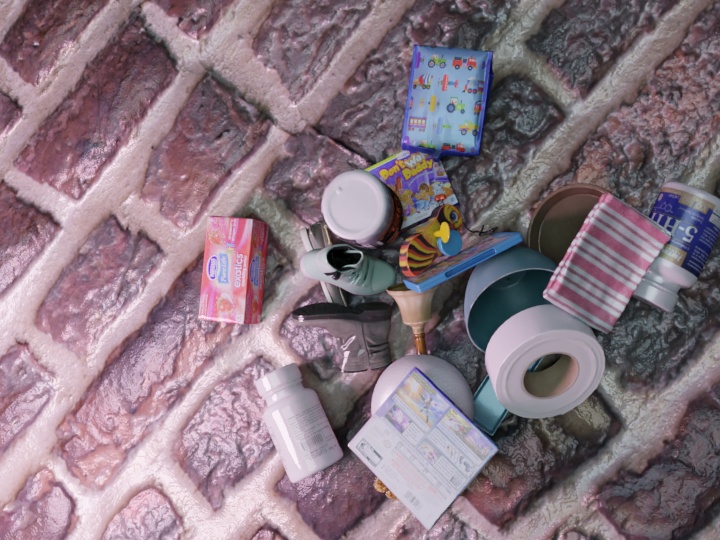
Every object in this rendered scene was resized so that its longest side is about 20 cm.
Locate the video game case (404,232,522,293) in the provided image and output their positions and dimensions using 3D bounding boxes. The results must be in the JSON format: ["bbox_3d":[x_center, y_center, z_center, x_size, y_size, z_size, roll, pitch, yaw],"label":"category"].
[{"bbox_3d":[0.176,-0.016,1.400,0.197,0.143,0.018,-27,94,-4],"label":"video game case"}]

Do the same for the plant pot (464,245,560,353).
[{"bbox_3d":[0.269,0.034,1.418,0.197,0.202,0.136,-25,38,10],"label":"plant pot"}]

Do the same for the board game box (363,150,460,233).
[{"bbox_3d":[0.075,-0.147,1.532,0.197,0.045,0.137,-25,82,11],"label":"board game box"}]

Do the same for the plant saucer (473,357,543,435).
[{"bbox_3d":[0.271,0.202,1.483,0.069,0.019,0.202,33,94,13],"label":"plant saucer"}]

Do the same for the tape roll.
[{"bbox_3d":[0.319,0.161,1.387,0.197,0.071,0.206,-5,125,-7],"label":"tape roll"}]

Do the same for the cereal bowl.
[{"bbox_3d":[0.111,0.263,1.460,0.195,0.083,0.205,3,103,11],"label":"cereal bowl"}]

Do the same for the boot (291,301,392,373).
[{"bbox_3d":[-0.031,0.132,1.492,0.195,0.068,0.134,0,105,-10],"label":"boot"}]

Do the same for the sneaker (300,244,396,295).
[{"bbox_3d":[0.000,0.000,1.465,0.196,0.118,0.076,10,80,-27],"label":"sneaker"}]

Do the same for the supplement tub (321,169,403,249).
[{"bbox_3d":[0.010,-0.103,1.418,0.119,0.200,0.126,-1,87,12],"label":"supplement tub"}]

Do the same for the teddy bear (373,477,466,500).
[{"bbox_3d":[0.120,0.385,1.448,0.195,0.146,0.068,-7,49,13],"label":"teddy bear"}]

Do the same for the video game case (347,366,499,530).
[{"bbox_3d":[0.108,0.302,1.374,0.200,0.045,0.182,43,94,16],"label":"video game case"}]

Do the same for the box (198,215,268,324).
[{"bbox_3d":[-0.249,0.000,1.574,0.100,0.095,0.205,5,88,14],"label":"box"}]

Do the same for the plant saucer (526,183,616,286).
[{"bbox_3d":[0.394,-0.053,1.432,0.196,0.029,0.205,3,95,34],"label":"plant saucer"}]

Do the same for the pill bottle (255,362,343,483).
[{"bbox_3d":[-0.121,0.286,1.520,0.113,0.114,0.203,-27,81,10],"label":"pill bottle"}]

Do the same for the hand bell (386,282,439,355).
[{"bbox_3d":[0.110,0.128,1.502,0.102,0.104,0.205,-5,98,12],"label":"hand bell"}]

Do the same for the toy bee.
[{"bbox_3d":[0.142,-0.077,1.462,0.130,0.199,0.111,-18,100,48],"label":"toy bee"}]

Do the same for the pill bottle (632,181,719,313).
[{"bbox_3d":[0.538,-0.038,1.380,0.118,0.120,0.203,25,93,13],"label":"pill bottle"}]

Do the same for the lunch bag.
[{"bbox_3d":[0.159,-0.300,1.477,0.147,0.094,0.205,8,78,13],"label":"lunch bag"}]

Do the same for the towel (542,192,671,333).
[{"bbox_3d":[0.405,-0.008,1.314,0.144,0.030,0.203,27,100,-17],"label":"towel"}]

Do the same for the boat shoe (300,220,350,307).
[{"bbox_3d":[-0.053,0.004,1.540,0.059,0.072,0.205,-23,88,1],"label":"boat shoe"}]
